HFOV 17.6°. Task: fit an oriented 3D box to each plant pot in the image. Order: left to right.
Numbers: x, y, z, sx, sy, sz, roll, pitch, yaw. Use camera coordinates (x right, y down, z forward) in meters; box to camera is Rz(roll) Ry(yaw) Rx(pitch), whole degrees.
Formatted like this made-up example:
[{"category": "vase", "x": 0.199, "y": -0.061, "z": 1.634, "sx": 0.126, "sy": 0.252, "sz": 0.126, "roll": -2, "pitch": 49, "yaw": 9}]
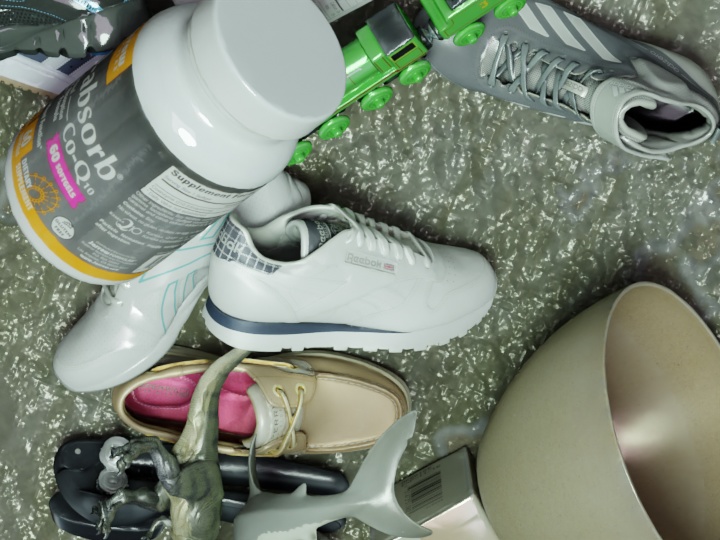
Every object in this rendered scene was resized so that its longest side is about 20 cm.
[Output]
[{"category": "plant pot", "x": 0.152, "y": 0.124, "z": 1.472, "sx": 0.134, "sy": 0.200, "sz": 0.201, "roll": -22, "pitch": 107, "yaw": 31}]

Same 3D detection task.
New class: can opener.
[{"category": "can opener", "x": -0.106, "y": 0.141, "z": 1.535, "sx": 0.198, "sy": 0.079, "sz": 0.064, "roll": 0, "pitch": 67, "yaw": -4}]

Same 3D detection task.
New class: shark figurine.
[{"category": "shark figurine", "x": -0.045, "y": 0.139, "z": 1.431, "sx": 0.127, "sy": 0.214, "sz": 0.090, "roll": -1, "pitch": 71, "yaw": -19}]

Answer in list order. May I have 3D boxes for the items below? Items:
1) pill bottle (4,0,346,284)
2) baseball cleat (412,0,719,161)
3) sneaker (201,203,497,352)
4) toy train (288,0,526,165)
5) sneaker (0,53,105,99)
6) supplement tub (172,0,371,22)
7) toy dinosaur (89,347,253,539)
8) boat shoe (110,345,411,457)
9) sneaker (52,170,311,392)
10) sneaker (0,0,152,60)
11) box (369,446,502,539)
[{"category": "pill bottle", "x": -0.106, "y": -0.081, "z": 1.330, "sx": 0.116, "sy": 0.117, "sz": 0.200, "roll": 46, "pitch": 131, "yaw": -12}, {"category": "baseball cleat", "x": 0.128, "y": -0.122, "z": 1.431, "sx": 0.198, "sy": 0.107, "sz": 0.070, "roll": 12, "pitch": 111, "yaw": -2}, {"category": "sneaker", "x": 0.000, "y": 0.000, "z": 1.450, "sx": 0.198, "sy": 0.076, "sz": 0.081, "roll": -5, "pitch": 119, "yaw": -27}, {"category": "toy train", "x": 0.014, "y": -0.131, "z": 1.412, "sx": 0.199, "sy": 0.056, "sz": 0.042, "roll": -34, "pitch": 70, "yaw": 8}, {"category": "sneaker", "x": -0.151, "y": -0.155, "z": 1.437, "sx": 0.198, "sy": 0.070, "sz": 0.109, "roll": 17, "pitch": 107, "yaw": -2}, {"category": "supplement tub", "x": -0.024, "y": -0.219, "z": 1.389, "sx": 0.199, "sy": 0.132, "sz": 0.133, "roll": -28, "pitch": 104, "yaw": 6}, {"category": "toy dinosaur", "x": -0.118, "y": 0.132, "z": 1.465, "sx": 0.087, "sy": 0.047, "sz": 0.202, "roll": -4, "pitch": 116, "yaw": -27}, {"category": "boat shoe", "x": -0.065, "y": 0.092, "z": 1.507, "sx": 0.198, "sy": 0.069, "sz": 0.074, "roll": 3, "pitch": 106, "yaw": -2}, {"category": "sneaker", "x": -0.128, "y": -0.007, "z": 1.470, "sx": 0.200, "sy": 0.071, "sz": 0.080, "roll": -43, "pitch": 129, "yaw": 5}, {"category": "sneaker", "x": -0.224, "y": -0.160, "z": 1.379, "sx": 0.198, "sy": 0.073, "sz": 0.083, "roll": -9, "pitch": 102, "yaw": 4}, {"category": "box", "x": 0.086, "y": 0.230, "z": 1.537, "sx": 0.077, "sy": 0.095, "sz": 0.201, "roll": -29, "pitch": 106, "yaw": 7}]
